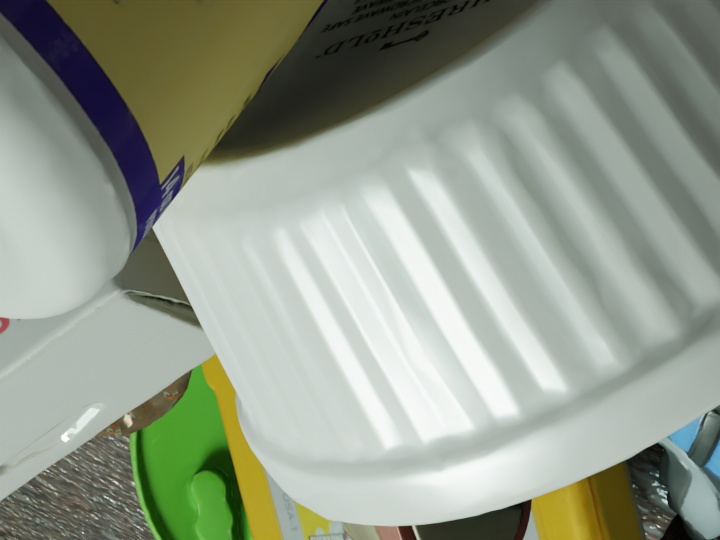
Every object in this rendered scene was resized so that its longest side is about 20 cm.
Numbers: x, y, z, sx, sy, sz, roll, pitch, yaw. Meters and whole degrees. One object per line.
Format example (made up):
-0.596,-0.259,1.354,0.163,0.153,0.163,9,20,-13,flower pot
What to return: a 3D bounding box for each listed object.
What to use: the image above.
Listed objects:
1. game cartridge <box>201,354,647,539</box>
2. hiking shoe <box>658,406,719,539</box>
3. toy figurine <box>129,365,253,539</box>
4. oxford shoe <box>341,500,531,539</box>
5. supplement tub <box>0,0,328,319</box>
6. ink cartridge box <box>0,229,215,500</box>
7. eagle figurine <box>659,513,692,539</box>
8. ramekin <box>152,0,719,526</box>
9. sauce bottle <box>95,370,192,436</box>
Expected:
0.013,0.048,0.875,0.176,0.032,0.200,-11,97,48,game cartridge
0.111,0.024,0.789,0.087,0.074,0.200,-10,142,42,hiking shoe
0.001,0.093,1.047,0.150,0.200,0.184,-5,177,9,toy figurine
0.000,0.000,0.802,0.070,0.200,0.075,-7,-176,-32,oxford shoe
-0.062,-0.106,0.560,0.145,0.200,0.145,31,158,14,supplement tub
-0.156,-0.029,0.858,0.200,0.148,0.086,60,-165,22,ink cartridge box
0.108,0.162,1.004,0.152,0.151,0.200,15,-173,-27,eagle figurine
0.037,-0.041,0.617,0.202,0.202,0.094,2,133,55,ramekin
-0.111,-0.016,0.968,0.066,0.066,0.200,45,-169,-36,sauce bottle
